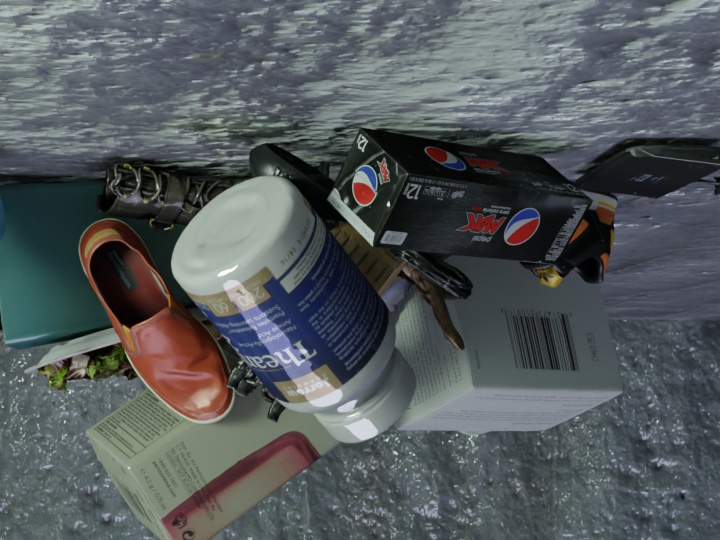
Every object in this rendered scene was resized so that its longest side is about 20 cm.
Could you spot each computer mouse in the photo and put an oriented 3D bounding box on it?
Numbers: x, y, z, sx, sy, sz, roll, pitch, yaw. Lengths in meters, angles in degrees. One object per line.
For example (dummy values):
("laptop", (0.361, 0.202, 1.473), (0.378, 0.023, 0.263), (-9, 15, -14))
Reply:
("computer mouse", (-0.004, -0.032, 1.236), (0.200, 0.034, 0.059), (35, -169, 11))

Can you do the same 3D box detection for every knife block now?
("knife block", (-0.029, 0.031, 1.392), (0.064, 0.200, 0.176), (38, 149, 3))

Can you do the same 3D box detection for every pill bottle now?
("pill bottle", (-0.043, 0.035, 1.225), (0.111, 0.111, 0.200), (-4, 135, 43))

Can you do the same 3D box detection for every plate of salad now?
("plate of salad", (-0.211, 0.076, 1.518), (0.199, 0.048, 0.200), (-16, 178, -1))

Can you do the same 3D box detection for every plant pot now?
("plant pot", (-0.232, -0.010, 1.522), (0.199, 0.142, 0.141), (-6, 176, -8))

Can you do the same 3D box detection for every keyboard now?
("keyboard", (0.251, -0.079, 1.314), (0.126, 0.021, 0.200), (7, 176, -5))

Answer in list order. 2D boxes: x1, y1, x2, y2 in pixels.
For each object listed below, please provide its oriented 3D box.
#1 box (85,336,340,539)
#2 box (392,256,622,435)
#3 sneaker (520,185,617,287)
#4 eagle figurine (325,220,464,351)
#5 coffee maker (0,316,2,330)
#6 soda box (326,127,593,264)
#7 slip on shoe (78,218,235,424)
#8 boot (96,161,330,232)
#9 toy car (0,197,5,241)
("box", (-0.129, 0.148, 1.502), (0.200, 0.109, 0.128), (-34, -157, -17))
("box", (0.129, 0.048, 1.621), (0.198, 0.201, 0.131), (4, 155, -35))
("sneaker", (0.162, -0.031, 1.464), (0.070, 0.091, 0.199), (-4, 174, 44))
("eagle figurine", (-0.006, 0.001, 1.498), (0.150, 0.153, 0.200), (5, 173, -37))
("coffee maker", (-0.422, 0.022, 1.746), (0.191, 0.135, 0.200), (25, -161, 27))
("soda box", (0.076, -0.053, 1.229), (0.199, 0.064, 0.071), (6, -151, -42))
("slip on shoe", (-0.174, 0.047, 1.389), (0.074, 0.201, 0.061), (-31, -169, -1))
("boot", (-0.127, -0.057, 1.370), (0.173, 0.070, 0.200), (11, 165, -21))
("toy car", (-0.358, -0.036, 1.266), (0.150, 0.175, 0.200), (-43, 154, 23))
